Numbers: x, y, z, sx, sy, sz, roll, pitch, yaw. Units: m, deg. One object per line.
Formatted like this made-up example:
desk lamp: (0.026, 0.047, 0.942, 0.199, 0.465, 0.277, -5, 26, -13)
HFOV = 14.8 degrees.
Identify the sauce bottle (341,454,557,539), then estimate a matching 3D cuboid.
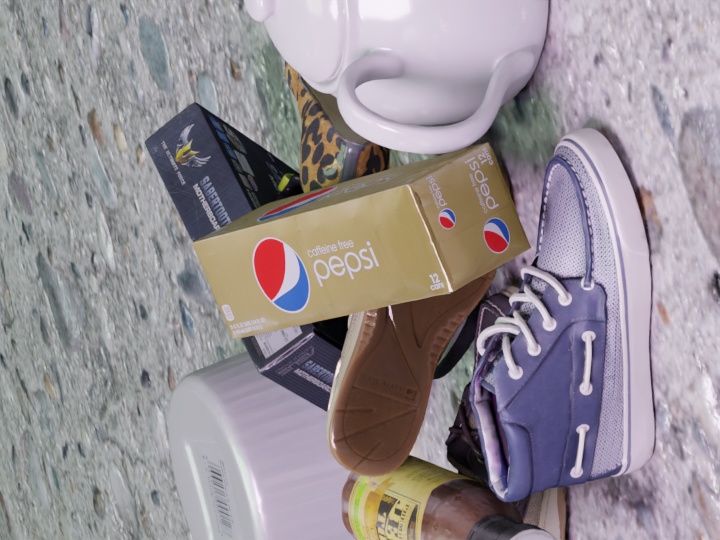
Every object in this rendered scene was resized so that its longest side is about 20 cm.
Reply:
sauce bottle: (0.052, 0.147, 1.575, 0.200, 0.064, 0.065, -169, 66, -67)

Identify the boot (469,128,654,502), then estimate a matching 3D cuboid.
boot: (0.105, 0.028, 1.503, 0.073, 0.090, 0.201, -151, 49, -62)

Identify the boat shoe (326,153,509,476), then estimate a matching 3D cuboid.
boat shoe: (0.028, 0.023, 1.630, 0.065, 0.072, 0.201, -170, 100, -78)

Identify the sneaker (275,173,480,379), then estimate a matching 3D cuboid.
sneaker: (0.000, 0.000, 1.729, 0.072, 0.083, 0.200, -59, 37, 12)

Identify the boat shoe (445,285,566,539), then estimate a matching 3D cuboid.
boat shoe: (0.083, 0.106, 1.646, 0.072, 0.065, 0.201, -135, 36, -52)

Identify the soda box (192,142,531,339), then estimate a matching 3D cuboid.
soda box: (-0.002, -0.014, 1.533, 0.200, 0.068, 0.064, -14, 101, 51)

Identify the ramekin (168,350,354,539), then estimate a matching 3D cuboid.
ramekin: (-0.064, 0.150, 2.005, 0.200, 0.097, 0.202, 165, 90, -69)

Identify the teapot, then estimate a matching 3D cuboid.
teapot: (0.006, -0.163, 1.548, 0.200, 0.145, 0.198, 0, 104, 68)

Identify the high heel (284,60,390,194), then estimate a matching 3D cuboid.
high heel: (-0.004, -0.119, 1.659, 0.143, 0.071, 0.201, 121, 156, -70)

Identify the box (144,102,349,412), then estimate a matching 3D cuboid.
box: (-0.048, 0.000, 1.813, 0.158, 0.051, 0.201, 35, -157, -56)
